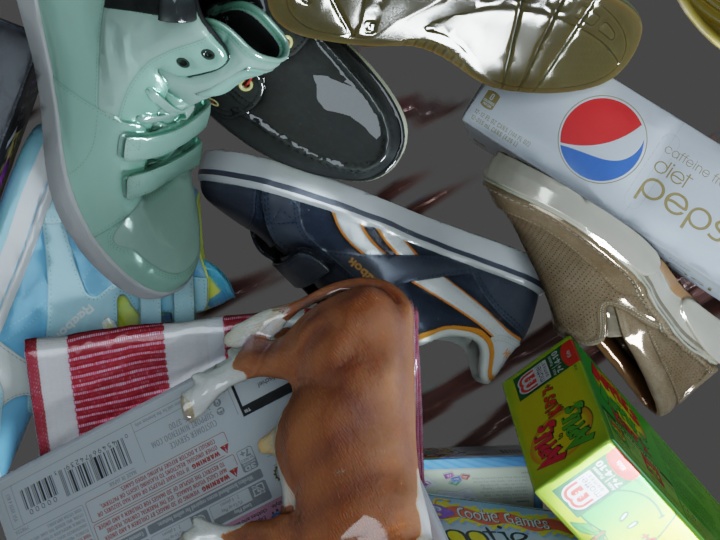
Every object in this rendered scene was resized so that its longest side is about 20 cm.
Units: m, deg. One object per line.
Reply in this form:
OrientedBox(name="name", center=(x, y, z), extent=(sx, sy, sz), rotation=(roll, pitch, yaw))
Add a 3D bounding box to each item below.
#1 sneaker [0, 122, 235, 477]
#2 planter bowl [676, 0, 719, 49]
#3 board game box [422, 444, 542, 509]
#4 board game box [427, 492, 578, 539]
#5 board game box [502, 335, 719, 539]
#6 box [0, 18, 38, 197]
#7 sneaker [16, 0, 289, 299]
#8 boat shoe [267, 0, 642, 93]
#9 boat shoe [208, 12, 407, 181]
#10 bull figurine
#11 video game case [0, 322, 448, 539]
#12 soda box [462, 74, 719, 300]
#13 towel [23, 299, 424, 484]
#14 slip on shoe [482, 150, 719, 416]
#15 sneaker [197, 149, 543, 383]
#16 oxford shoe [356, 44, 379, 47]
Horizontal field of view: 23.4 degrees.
OrientedBox(name="sneaker", center=(-0.140, 0.034, 0.918), extent=(0.130, 0.080, 0.200), rotation=(17, 92, -6))
OrientedBox(name="planter bowl", center=(0.221, -0.208, 0.928), extent=(0.200, 0.083, 0.201), rotation=(-5, 104, -20))
OrientedBox(name="board game box", center=(0.001, 0.168, 0.963), extent=(0.199, 0.034, 0.135), rotation=(-1, 94, -6))
OrientedBox(name="board game box", center=(0.053, 0.231, 0.899), extent=(0.105, 0.103, 0.200), rotation=(9, 108, -10))
OrientedBox(name="board game box", center=(0.158, 0.136, 0.913), extent=(0.048, 0.102, 0.200), rotation=(-37, 115, 13))
OrientedBox(name="box", center=(-0.248, -0.045, 0.887), extent=(0.122, 0.106, 0.200), rotation=(20, 91, -7))
OrientedBox(name="sneaker", center=(-0.085, -0.069, 0.807), extent=(0.118, 0.074, 0.201), rotation=(7, 124, 32))
OrientedBox(name="boat shoe", center=(0.045, -0.139, 0.861), extent=(0.200, 0.063, 0.073), rotation=(6, 131, -19))
OrientedBox(name="boat shoe", center=(-0.064, -0.111, 0.860), extent=(0.201, 0.063, 0.074), rotation=(39, 98, -3))
OrientedBox(name="bull figurine", center=(-0.018, 0.099, 0.785), extent=(0.121, 0.065, 0.200), rotation=(-9, 59, 16))
OrientedBox(name="video game case", center=(-0.063, 0.138, 0.833), extent=(0.200, 0.022, 0.182), rotation=(-27, 65, 4))
OrientedBox(name="soda box", center=(0.154, -0.048, 0.924), extent=(0.200, 0.068, 0.064), rotation=(33, 90, 10))
OrientedBox(name="towel", center=(-0.066, 0.091, 0.901), extent=(0.199, 0.023, 0.144), rotation=(-5, 112, -6))
OrientedBox(name="slip on shoe", center=(0.124, 0.011, 0.918), extent=(0.061, 0.076, 0.200), rotation=(-53, 132, -2))
OrientedBox(name="sneaker", center=(0.000, 0.000, 0.930), extent=(0.200, 0.078, 0.080), rotation=(21, 85, -9))
OrientedBox(name="oxford shoe", center=(-0.076, -0.140, 0.922), extent=(0.200, 0.073, 0.085), rotation=(13, 97, 4))
